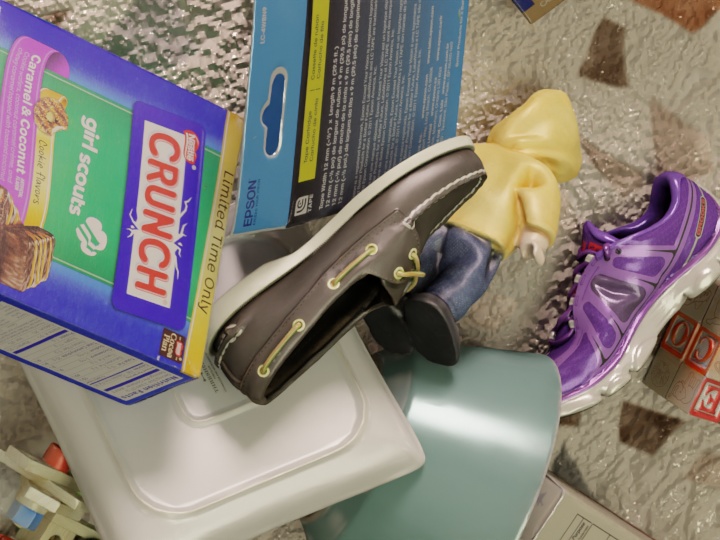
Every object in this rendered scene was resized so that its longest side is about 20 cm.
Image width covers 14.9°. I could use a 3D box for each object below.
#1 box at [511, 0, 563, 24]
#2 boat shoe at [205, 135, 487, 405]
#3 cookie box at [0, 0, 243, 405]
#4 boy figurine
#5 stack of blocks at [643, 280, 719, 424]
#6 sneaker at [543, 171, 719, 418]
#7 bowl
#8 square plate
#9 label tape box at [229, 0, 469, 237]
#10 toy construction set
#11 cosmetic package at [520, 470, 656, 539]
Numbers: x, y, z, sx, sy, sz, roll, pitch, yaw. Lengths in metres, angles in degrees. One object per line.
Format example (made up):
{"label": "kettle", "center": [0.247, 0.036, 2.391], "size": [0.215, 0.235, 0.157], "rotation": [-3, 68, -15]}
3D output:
{"label": "box", "center": [0.094, -0.254, 1.650], "size": [0.121, 0.032, 0.200], "rotation": [-36, 123, 11]}
{"label": "boat shoe", "center": [0.000, 0.000, 1.597], "size": [0.201, 0.061, 0.072], "rotation": [-38, 161, -9]}
{"label": "cookie box", "center": [-0.174, -0.040, 1.540], "size": [0.200, 0.075, 0.171], "rotation": [25, 61, -34]}
{"label": "boy figurine", "center": [0.071, -0.035, 1.701], "size": [0.200, 0.124, 0.064], "rotation": [-54, 139, -33]}
{"label": "stack of blocks", "center": [0.307, 0.062, 1.892], "size": [0.200, 0.059, 0.115], "rotation": [18, 100, -32]}
{"label": "sneaker", "center": [0.157, 0.016, 1.798], "size": [0.083, 0.081, 0.200], "rotation": [46, 76, -18]}
{"label": "bowl", "center": [0.032, 0.124, 1.707], "size": [0.105, 0.201, 0.201], "rotation": [25, 97, -14]}
{"label": "square plate", "center": [-0.089, 0.061, 1.616], "size": [0.198, 0.200, 0.028], "rotation": [-22, 162, -17]}
{"label": "label tape box", "center": [-0.022, -0.109, 1.601], "size": [0.200, 0.066, 0.143], "rotation": [-16, 117, -48]}
{"label": "toy construction set", "center": [-0.222, 0.185, 1.645], "size": [0.131, 0.092, 0.200], "rotation": [31, 104, -33]}
{"label": "cosmetic package", "center": [0.153, 0.212, 1.852], "size": [0.200, 0.087, 0.103], "rotation": [36, 91, -35]}
